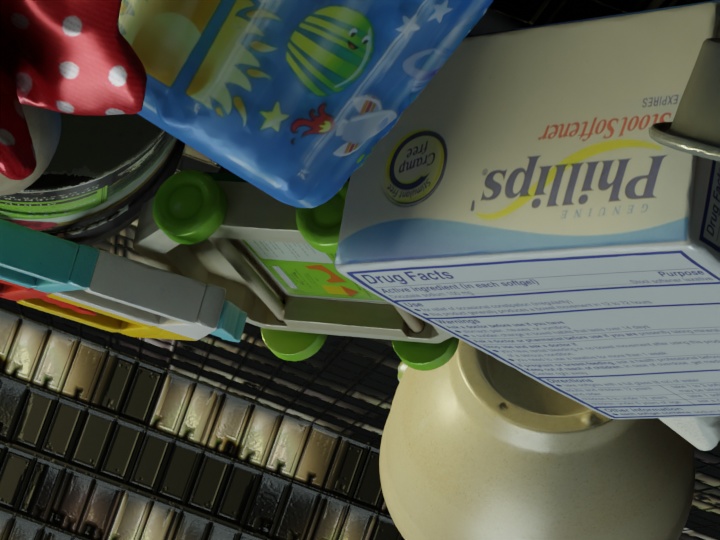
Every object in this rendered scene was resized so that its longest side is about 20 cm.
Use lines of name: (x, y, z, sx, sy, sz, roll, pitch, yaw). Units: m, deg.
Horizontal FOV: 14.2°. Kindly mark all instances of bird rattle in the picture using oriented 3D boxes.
bird rattle: (-0.149, -0.078, 0.899, 0.199, 0.113, 0.163, 14, 160, 17)

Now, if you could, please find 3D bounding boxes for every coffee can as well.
coffee can: (-0.144, -0.092, 1.279, 0.146, 0.147, 0.200, 20, 171, -2)

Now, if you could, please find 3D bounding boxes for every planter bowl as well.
planter bowl: (0.113, 0.085, 1.770, 0.199, 0.201, 0.135, 18, 144, 11)

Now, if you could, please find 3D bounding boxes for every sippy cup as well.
sippy cup: (-0.022, -0.096, 0.921, 0.139, 0.131, 0.178, 31, 180, 42)

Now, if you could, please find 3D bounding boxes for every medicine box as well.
medicine box: (0.125, -0.017, 1.177, 0.182, 0.104, 0.200, -4, 157, 43)

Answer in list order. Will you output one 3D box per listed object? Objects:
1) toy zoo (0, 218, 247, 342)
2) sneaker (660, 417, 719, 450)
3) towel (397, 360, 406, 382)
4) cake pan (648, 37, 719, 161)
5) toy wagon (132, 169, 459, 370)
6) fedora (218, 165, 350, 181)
toy zoo: (-0.144, 0.000, 1.306, 0.199, 0.021, 0.131, 18, 171, -20)
sneaker: (0.182, 0.032, 1.523, 0.075, 0.089, 0.200, 36, 168, 11)
towel: (0.138, 0.128, 2.402, 0.170, 0.048, 0.200, 15, 170, 25)
cake pan: (0.196, -0.047, 0.961, 0.199, 0.037, 0.200, 8, -173, -1)
toy wagon: (0.000, 0.000, 1.318, 0.199, 0.040, 0.155, 4, 159, 21)
fedora: (0.031, -0.045, 1.366, 0.199, 0.082, 0.201, 15, 161, 5)
